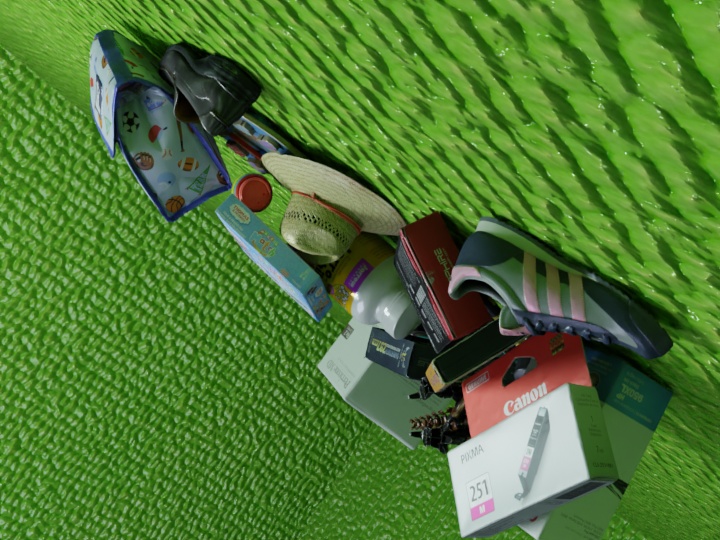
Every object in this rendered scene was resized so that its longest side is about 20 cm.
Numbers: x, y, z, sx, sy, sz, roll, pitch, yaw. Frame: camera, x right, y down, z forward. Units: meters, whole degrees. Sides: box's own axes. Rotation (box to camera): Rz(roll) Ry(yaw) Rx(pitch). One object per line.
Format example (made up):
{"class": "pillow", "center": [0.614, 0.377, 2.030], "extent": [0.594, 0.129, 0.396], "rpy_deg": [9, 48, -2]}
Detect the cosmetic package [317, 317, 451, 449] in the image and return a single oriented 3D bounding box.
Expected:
{"class": "cosmetic package", "center": [0.064, 0.149, 1.555], "extent": [0.164, 0.201, 0.165], "rpy_deg": [38, 179, -22]}

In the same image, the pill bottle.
{"class": "pill bottle", "center": [0.000, 0.000, 1.239], "extent": [0.199, 0.105, 0.104], "rpy_deg": [40, 176, 25]}

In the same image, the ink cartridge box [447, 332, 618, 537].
{"class": "ink cartridge box", "center": [0.159, 0.156, 0.947], "extent": [0.043, 0.176, 0.200], "rpy_deg": [9, 147, -31]}

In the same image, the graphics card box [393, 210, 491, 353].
{"class": "graphics card box", "center": [0.085, 0.020, 1.028], "extent": [0.127, 0.050, 0.200], "rpy_deg": [64, 175, 9]}

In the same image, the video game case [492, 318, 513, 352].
{"class": "video game case", "center": [0.144, 0.056, 1.351], "extent": [0.199, 0.019, 0.143], "rpy_deg": [30, 171, 42]}

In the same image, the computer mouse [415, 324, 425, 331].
{"class": "computer mouse", "center": [0.089, 0.051, 1.329], "extent": [0.198, 0.053, 0.138], "rpy_deg": [7, 151, 51]}

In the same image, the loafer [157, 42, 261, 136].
{"class": "loafer", "center": [-0.185, -0.199, 1.033], "extent": [0.073, 0.073, 0.199], "rpy_deg": [39, 174, -34]}

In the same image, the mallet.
{"class": "mallet", "center": [0.160, 0.062, 1.091], "extent": [0.041, 0.067, 0.200], "rpy_deg": [-18, 130, 43]}

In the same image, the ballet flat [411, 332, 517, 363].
{"class": "ballet flat", "center": [0.169, 0.119, 1.434], "extent": [0.196, 0.074, 0.073], "rpy_deg": [16, 172, 4]}

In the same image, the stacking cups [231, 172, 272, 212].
{"class": "stacking cups", "center": [-0.147, -0.105, 1.253], "extent": [0.060, 0.061, 0.200], "rpy_deg": [36, 180, -7]}

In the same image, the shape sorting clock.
{"class": "shape sorting clock", "center": [-0.120, -0.149, 1.196], "extent": [0.199, 0.039, 0.200], "rpy_deg": [36, 174, 4]}

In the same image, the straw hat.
{"class": "straw hat", "center": [-0.049, -0.055, 1.127], "extent": [0.198, 0.086, 0.201], "rpy_deg": [26, 168, 6]}

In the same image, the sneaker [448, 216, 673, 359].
{"class": "sneaker", "center": [0.164, 0.035, 0.797], "extent": [0.199, 0.083, 0.070], "rpy_deg": [32, 173, 30]}

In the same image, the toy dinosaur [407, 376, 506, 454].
{"class": "toy dinosaur", "center": [0.135, 0.186, 1.182], "extent": [0.134, 0.200, 0.103], "rpy_deg": [9, -132, -40]}

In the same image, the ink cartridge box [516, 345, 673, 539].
{"class": "ink cartridge box", "center": [0.221, 0.185, 1.007], "extent": [0.083, 0.202, 0.144], "rpy_deg": [29, 177, -26]}

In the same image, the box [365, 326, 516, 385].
{"class": "box", "center": [0.124, 0.130, 1.289], "extent": [0.197, 0.052, 0.157], "rpy_deg": [14, 179, -21]}

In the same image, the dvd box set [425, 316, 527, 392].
{"class": "dvd box set", "center": [0.136, 0.075, 0.972], "extent": [0.030, 0.145, 0.200], "rpy_deg": [58, 178, 9]}

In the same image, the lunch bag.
{"class": "lunch bag", "center": [-0.268, -0.191, 1.183], "extent": [0.171, 0.123, 0.201], "rpy_deg": [55, 174, 47]}

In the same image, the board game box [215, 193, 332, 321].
{"class": "board game box", "center": [-0.106, -0.011, 1.207], "extent": [0.151, 0.037, 0.200], "rpy_deg": [43, 174, 10]}
